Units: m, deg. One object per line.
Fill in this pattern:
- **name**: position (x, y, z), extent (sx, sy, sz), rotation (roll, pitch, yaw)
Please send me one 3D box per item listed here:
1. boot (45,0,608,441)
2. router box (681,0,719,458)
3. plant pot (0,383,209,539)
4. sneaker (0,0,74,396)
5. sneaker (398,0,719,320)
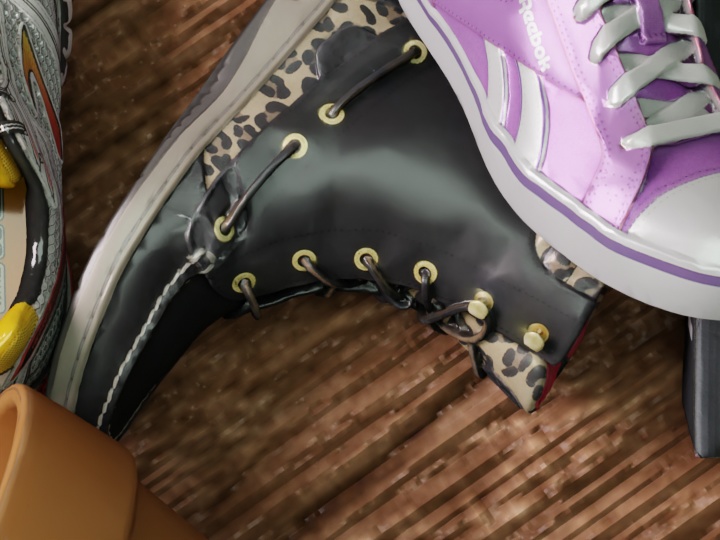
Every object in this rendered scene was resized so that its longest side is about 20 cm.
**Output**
- **boot**: position (0.000, 0.000, 0.824), extent (0.150, 0.073, 0.201), rotation (32, 77, 6)
- **router box**: position (0.180, -0.041, 0.797), extent (0.148, 0.051, 0.201), rotation (-2, 108, 3)
- **plant pot**: position (-0.088, 0.154, 0.753), extent (0.140, 0.200, 0.201), rotation (27, 83, -13)
- **sneaker**: position (-0.128, -0.054, 0.803), extent (0.077, 0.082, 0.201), rotation (-10, 85, -6)
- **sneaker**: position (0.074, -0.082, 0.741), extent (0.072, 0.115, 0.201), rotation (-12, 50, -31)
